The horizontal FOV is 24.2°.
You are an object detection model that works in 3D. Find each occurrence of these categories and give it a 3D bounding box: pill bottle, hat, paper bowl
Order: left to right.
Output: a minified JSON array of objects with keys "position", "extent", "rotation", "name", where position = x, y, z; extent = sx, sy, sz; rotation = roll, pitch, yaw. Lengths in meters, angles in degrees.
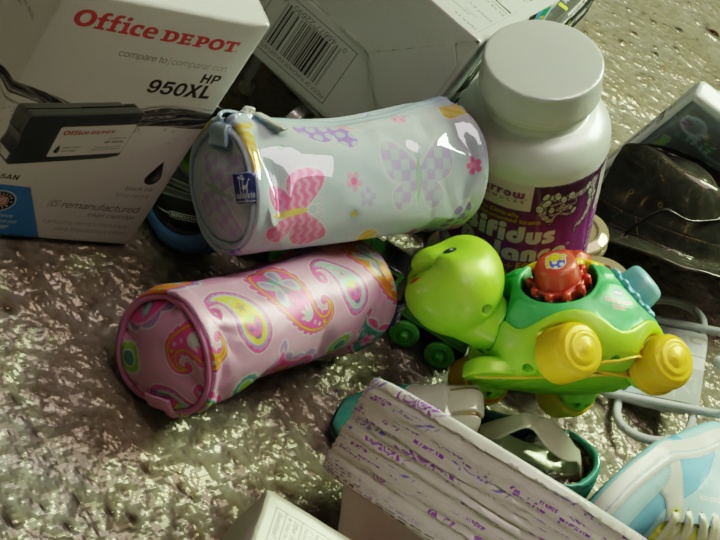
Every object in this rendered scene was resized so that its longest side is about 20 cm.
[{"position":[0.067,0.155,0.974],"extent":[0.200,0.105,0.201],"rotation":[30,-5,3],"name":"paper bowl"},{"position":[0.117,-0.074,1.188],"extent":[0.111,0.201,0.113],"rotation":[2,48,-2],"name":"pill bottle"},{"position":[0.248,-0.059,1.377],"extent":[0.199,0.081,0.201],"rotation":[11,15,-3],"name":"hat"}]

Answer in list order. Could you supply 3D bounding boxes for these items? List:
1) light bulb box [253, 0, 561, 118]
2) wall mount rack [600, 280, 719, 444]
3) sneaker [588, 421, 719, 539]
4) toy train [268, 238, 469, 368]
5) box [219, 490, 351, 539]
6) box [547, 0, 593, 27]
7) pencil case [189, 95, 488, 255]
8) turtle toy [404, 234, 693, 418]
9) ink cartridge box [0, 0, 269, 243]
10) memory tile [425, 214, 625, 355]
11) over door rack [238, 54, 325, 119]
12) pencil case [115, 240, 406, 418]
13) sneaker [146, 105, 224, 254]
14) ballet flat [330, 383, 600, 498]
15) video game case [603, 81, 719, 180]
[{"position":[0.018,-0.204,1.246],"extent":[0.198,0.125,0.200],"rotation":[42,28,7],"name":"light bulb box"},{"position":[0.214,0.045,1.314],"extent":[0.173,0.075,0.200],"rotation":[12,33,8],"name":"wall mount rack"},{"position":[0.237,0.184,1.171],"extent":[0.199,0.080,0.131],"rotation":[-15,61,-49],"name":"sneaker"},{"position":[0.000,0.000,1.174],"extent":[0.199,0.056,0.042],"rotation":[32,35,-12],"name":"toy train"},{"position":[-0.006,0.231,0.862],"extent":[0.199,0.109,0.128],"rotation":[33,35,-10],"name":"box"},{"position":[0.083,-0.250,1.409],"extent":[0.200,0.044,0.160],"rotation":[39,51,6],"name":"box"},{"position":[-0.013,-0.063,1.084],"extent":[0.199,0.083,0.091],"rotation":[-7,89,-35],"name":"pencil case"},{"position":[0.119,0.035,1.120],"extent":[0.199,0.146,0.102],"rotation":[9,73,-29],"name":"turtle toy"},{"position":[-0.169,-0.115,1.016],"extent":[0.144,0.200,0.084],"rotation":[4,47,-40],"name":"ink cartridge box"},{"position":[0.127,-0.002,1.272],"extent":[0.152,0.017,0.201],"rotation":[-8,51,-13],"name":"memory tile"},{"position":[-0.015,-0.118,1.287],"extent":[0.148,0.067,0.200],"rotation":[46,29,10],"name":"over door rack"},{"position":[-0.060,0.033,1.060],"extent":[0.088,0.088,0.200],"rotation":[51,35,16],"name":"pencil case"},{"position":[-0.131,-0.105,1.144],"extent":[0.071,0.083,0.200],"rotation":[-1,51,-44],"name":"sneaker"},{"position":[0.077,0.108,1.112],"extent":[0.199,0.070,0.068],"rotation":[21,39,-25],"name":"ballet flat"},{"position":[0.318,-0.060,1.438],"extent":[0.199,0.182,0.023],"rotation":[34,59,-8],"name":"video game case"}]
